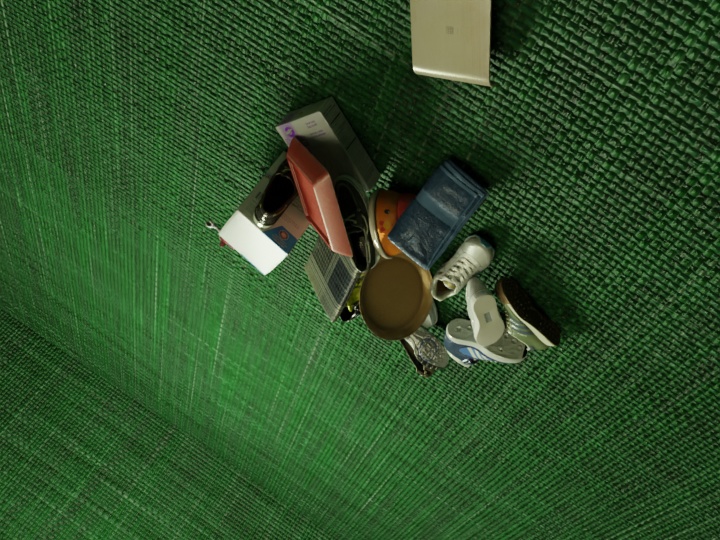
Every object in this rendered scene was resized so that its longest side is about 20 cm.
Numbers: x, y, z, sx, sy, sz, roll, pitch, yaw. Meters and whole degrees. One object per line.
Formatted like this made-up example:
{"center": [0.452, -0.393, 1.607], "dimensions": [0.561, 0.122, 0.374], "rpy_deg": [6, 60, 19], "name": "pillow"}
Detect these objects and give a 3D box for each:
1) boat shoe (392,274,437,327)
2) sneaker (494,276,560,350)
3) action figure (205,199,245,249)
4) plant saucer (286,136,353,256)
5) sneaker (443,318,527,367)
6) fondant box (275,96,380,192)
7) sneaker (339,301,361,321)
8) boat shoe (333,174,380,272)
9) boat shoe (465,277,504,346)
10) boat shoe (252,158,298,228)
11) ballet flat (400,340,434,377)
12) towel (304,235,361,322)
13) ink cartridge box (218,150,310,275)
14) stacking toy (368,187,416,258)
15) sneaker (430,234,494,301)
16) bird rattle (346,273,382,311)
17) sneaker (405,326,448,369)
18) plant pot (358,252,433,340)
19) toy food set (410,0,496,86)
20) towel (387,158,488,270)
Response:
{"center": [0.115, 0.062, 1.810], "dimensions": [0.073, 0.065, 0.204], "rpy_deg": [-2, 131, 42], "name": "boat shoe"}
{"center": [0.338, 0.105, 1.664], "dimensions": [0.200, 0.068, 0.089], "rpy_deg": [44, 140, -16], "name": "sneaker"}
{"center": [-0.273, -0.086, 1.848], "dimensions": [0.132, 0.200, 0.151], "rpy_deg": [-20, 102, 36], "name": "action figure"}
{"center": [-0.090, -0.144, 1.565], "dimensions": [0.200, 0.036, 0.203], "rpy_deg": [50, 162, 51], "name": "plant saucer"}
{"center": [0.290, 0.184, 1.807], "dimensions": [0.196, 0.082, 0.147], "rpy_deg": [16, 155, 14], "name": "sneaker"}
{"center": [-0.067, -0.249, 1.610], "dimensions": [0.142, 0.059, 0.202], "rpy_deg": [-7, 126, 44], "name": "fondant box"}
{"center": [-0.034, 0.083, 1.927], "dimensions": [0.060, 0.105, 0.198], "rpy_deg": [46, 144, -18], "name": "sneaker"}
{"center": [-0.011, -0.096, 1.585], "dimensions": [0.069, 0.064, 0.204], "rpy_deg": [-15, 100, 25], "name": "boat shoe"}
{"center": [0.261, 0.090, 1.665], "dimensions": [0.071, 0.069, 0.201], "rpy_deg": [-24, 140, 6], "name": "boat shoe"}
{"center": [-0.159, -0.180, 1.639], "dimensions": [0.071, 0.204, 0.061], "rpy_deg": [32, 152, -9], "name": "boat shoe"}
{"center": [0.136, 0.202, 1.972], "dimensions": [0.066, 0.047, 0.202], "rpy_deg": [0, 132, 39], "name": "ballet flat"}
{"center": [-0.055, -0.017, 1.752], "dimensions": [0.195, 0.034, 0.201], "rpy_deg": [-64, 38, 30], "name": "towel"}
{"center": [-0.191, -0.128, 1.731], "dimensions": [0.147, 0.201, 0.144], "rpy_deg": [40, 147, -9], "name": "ink cartridge box"}
{"center": [0.124, -0.110, 1.579], "dimensions": [0.195, 0.148, 0.148], "rpy_deg": [-8, 129, 22], "name": "stacking toy"}
{"center": [0.217, -0.001, 1.636], "dimensions": [0.076, 0.081, 0.201], "rpy_deg": [37, 144, 0], "name": "sneaker"}
{"center": [0.000, 0.000, 1.800], "dimensions": [0.110, 0.201, 0.166], "rpy_deg": [6, 118, -23], "name": "bird rattle"}
{"center": [0.140, 0.157, 1.877], "dimensions": [0.200, 0.087, 0.075], "rpy_deg": [44, 105, -3], "name": "sneaker"}
{"center": [0.077, 0.055, 1.732], "dimensions": [0.201, 0.200, 0.027], "rpy_deg": [53, 161, -25], "name": "plant pot"}
{"center": [0.156, -0.402, 1.249], "dimensions": [0.141, 0.061, 0.203], "rpy_deg": [17, 133, 27], "name": "toy food set"}
{"center": [0.148, -0.107, 1.501], "dimensions": [0.111, 0.049, 0.201], "rpy_deg": [37, 105, -3], "name": "towel"}
